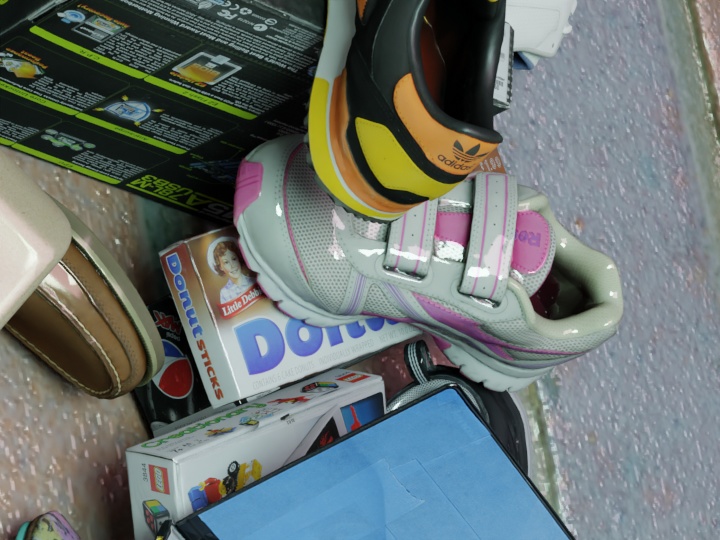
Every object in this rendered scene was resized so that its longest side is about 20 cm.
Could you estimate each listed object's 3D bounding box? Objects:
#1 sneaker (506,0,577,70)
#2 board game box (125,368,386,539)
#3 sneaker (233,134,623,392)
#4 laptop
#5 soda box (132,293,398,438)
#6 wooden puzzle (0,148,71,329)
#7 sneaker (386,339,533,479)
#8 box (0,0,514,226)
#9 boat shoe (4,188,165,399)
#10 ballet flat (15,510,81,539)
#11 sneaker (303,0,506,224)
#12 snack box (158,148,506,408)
[{"bbox_3d":[0.082,-0.155,1.463,0.200,0.074,0.087,-39,113,-35],"label":"sneaker"},{"bbox_3d":[-0.034,0.155,1.215,0.126,0.035,0.201,-19,109,-44],"label":"board game box"},{"bbox_3d":[0.036,-0.012,1.213,0.199,0.088,0.082,20,64,-36],"label":"sneaker"},{"bbox_3d":[-0.001,0.179,1.140,0.187,0.116,0.200,53,51,-36],"label":"laptop"},{"bbox_3d":[-0.018,0.015,1.302,0.200,0.071,0.064,-23,89,-44],"label":"soda box"},{"bbox_3d":[-0.235,-0.008,1.095,0.185,0.046,0.200,46,65,-18],"label":"wooden puzzle"},{"bbox_3d":[0.043,0.131,1.285,0.114,0.075,0.201,43,37,-64],"label":"sneaker"},{"bbox_3d":[-0.069,-0.087,1.213,0.199,0.193,0.048,19,65,-34],"label":"box"},{"bbox_3d":[-0.169,-0.012,1.189,0.200,0.072,0.068,47,54,-7],"label":"boat shoe"},{"bbox_3d":[-0.114,0.196,1.149,0.069,0.071,0.201,53,39,-59],"label":"ballet flat"},{"bbox_3d":[0.027,-0.122,1.114,0.070,0.090,0.201,14,68,-37],"label":"sneaker"},{"bbox_3d":[0.000,0.000,1.256,0.200,0.024,0.072,-19,89,-43],"label":"snack box"}]
